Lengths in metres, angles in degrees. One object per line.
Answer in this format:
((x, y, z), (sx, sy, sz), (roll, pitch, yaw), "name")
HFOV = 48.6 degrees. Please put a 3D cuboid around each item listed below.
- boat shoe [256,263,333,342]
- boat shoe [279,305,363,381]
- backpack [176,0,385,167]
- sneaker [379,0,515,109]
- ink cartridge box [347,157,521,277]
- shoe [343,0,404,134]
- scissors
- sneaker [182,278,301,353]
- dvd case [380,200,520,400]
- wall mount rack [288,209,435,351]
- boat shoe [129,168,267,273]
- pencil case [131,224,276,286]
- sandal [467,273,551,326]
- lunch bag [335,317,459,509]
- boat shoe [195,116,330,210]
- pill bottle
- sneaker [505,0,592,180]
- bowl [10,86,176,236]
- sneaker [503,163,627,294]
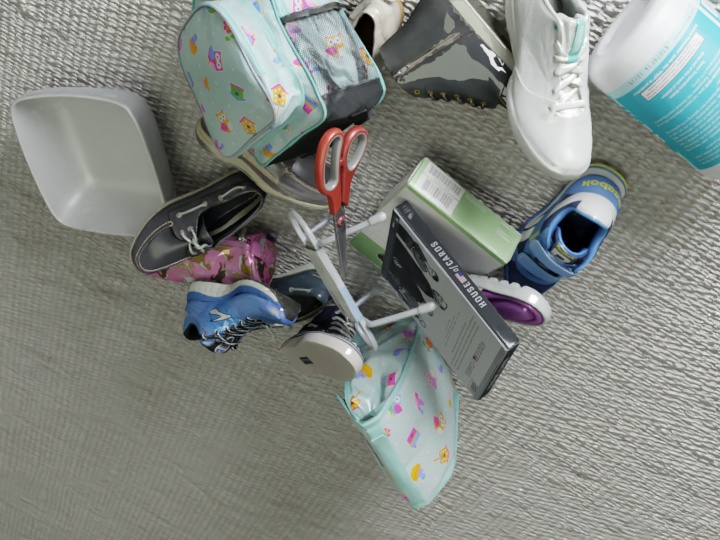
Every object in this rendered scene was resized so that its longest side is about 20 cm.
((-0.112, 0.050, 1.102), (0.198, 0.062, 0.075), (-17, 123, 34), "boat shoe")
((-0.033, 0.084, 1.031), (0.075, 0.093, 0.199), (50, 157, -16), "boat shoe")
((-0.093, -0.219, 0.790), (0.175, 0.152, 0.203), (-21, 88, 59), "backpack")
((0.116, -0.183, 0.797), (0.106, 0.075, 0.200), (-39, 96, 28), "sneaker")
((0.081, -0.038, 0.961), (0.145, 0.048, 0.200), (37, 156, -8), "ink cartridge box")
((-0.017, -0.208, 0.857), (0.069, 0.054, 0.201), (29, 133, -2), "shoe")
((-0.028, -0.059, 0.825), (0.014, 0.073, 0.202), (29, 130, 25), "scissors")
((-0.154, 0.064, 1.014), (0.198, 0.091, 0.078), (-5, 155, 42), "sneaker")
((0.094, 0.038, 0.904), (0.201, 0.025, 0.151), (53, 159, 21), "dvd case")
((0.000, 0.000, 0.934), (0.202, 0.074, 0.173), (59, 168, -15), "wall mount rack")
((-0.201, -0.056, 0.987), (0.198, 0.063, 0.073), (-33, 121, 1), "boat shoe")
((-0.212, -0.021, 1.074), (0.197, 0.083, 0.088), (7, 100, 19), "pencil case")
((0.128, 0.043, 0.939), (0.201, 0.050, 0.083), (0, 139, 49), "sandal")
((0.052, 0.184, 1.041), (0.120, 0.201, 0.172), (-15, 122, 23), "lunch bag")
((-0.100, -0.141, 0.933), (0.198, 0.075, 0.074), (27, 132, -3), "boat shoe")
((0.310, -0.159, 0.717), (0.199, 0.111, 0.111), (37, 132, -8), "pill bottle")
((0.174, -0.184, 0.703), (0.074, 0.204, 0.088), (-6, 173, -17), "sneaker")
((-0.330, -0.148, 1.026), (0.196, 0.075, 0.202), (6, 130, 19), "bowl")
((0.216, -0.027, 0.886), (0.073, 0.083, 0.201), (27, 135, -2), "sneaker")
